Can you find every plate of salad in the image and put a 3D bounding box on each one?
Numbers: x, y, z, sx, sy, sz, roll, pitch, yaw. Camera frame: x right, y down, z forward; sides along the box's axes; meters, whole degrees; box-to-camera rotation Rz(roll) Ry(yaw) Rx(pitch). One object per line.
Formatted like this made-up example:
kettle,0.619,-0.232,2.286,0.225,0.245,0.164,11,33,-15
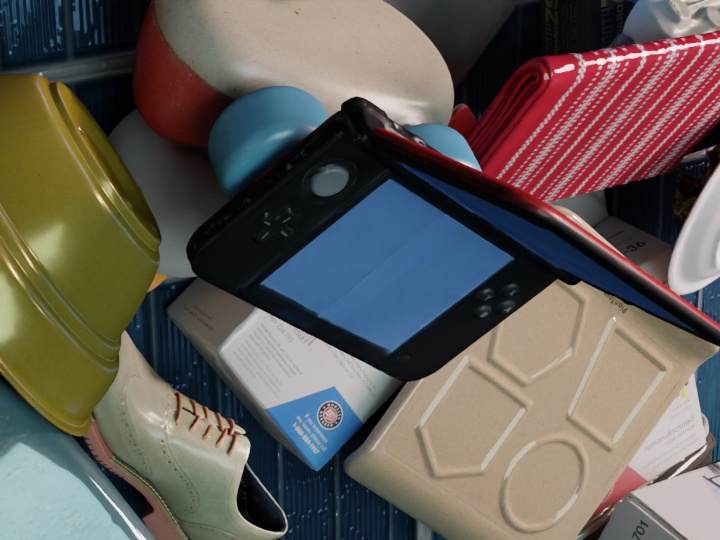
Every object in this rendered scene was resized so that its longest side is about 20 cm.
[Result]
plate of salad,0.249,-0.071,1.183,0.200,0.048,0.201,-40,156,-21

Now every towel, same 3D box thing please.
towel,0.134,-0.084,1.041,0.199,0.023,0.145,-14,157,-36

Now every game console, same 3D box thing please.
game console,0.048,0.013,0.903,0.172,0.119,0.199,-38,142,19

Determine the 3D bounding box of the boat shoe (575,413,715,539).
boat shoe,0.166,0.165,1.287,0.199,0.067,0.057,-31,119,-24

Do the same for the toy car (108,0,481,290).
toy car,-0.065,-0.058,1.007,0.176,0.185,0.200,10,132,-37

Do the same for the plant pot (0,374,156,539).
plant pot,-0.219,0.124,0.932,0.195,0.196,0.201,-34,112,-12

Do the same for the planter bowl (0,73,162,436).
planter bowl,-0.151,-0.029,0.900,0.083,0.201,0.201,-32,125,1

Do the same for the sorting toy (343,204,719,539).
sorting toy,0.104,0.077,1.150,0.185,0.036,0.201,36,94,-37

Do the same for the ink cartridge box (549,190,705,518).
ink cartridge box,0.145,0.048,1.224,0.116,0.067,0.202,-29,123,-20

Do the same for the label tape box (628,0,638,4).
label tape box,0.168,-0.252,1.038,0.144,0.063,0.202,7,92,-53

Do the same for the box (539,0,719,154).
box,0.185,-0.168,1.176,0.156,0.051,0.202,-19,119,-27

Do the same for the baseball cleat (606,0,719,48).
baseball cleat,0.211,-0.142,1.132,0.199,0.070,0.106,-12,157,-39

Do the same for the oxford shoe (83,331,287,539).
oxford shoe,-0.101,0.086,1.057,0.073,0.071,0.201,-13,134,16

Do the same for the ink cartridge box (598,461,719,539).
ink cartridge box,0.232,0.211,1.289,0.199,0.086,0.148,-11,131,-50

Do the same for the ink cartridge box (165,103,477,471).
ink cartridge box,0.000,0.000,1.106,0.200,0.067,0.116,-45,128,-11
